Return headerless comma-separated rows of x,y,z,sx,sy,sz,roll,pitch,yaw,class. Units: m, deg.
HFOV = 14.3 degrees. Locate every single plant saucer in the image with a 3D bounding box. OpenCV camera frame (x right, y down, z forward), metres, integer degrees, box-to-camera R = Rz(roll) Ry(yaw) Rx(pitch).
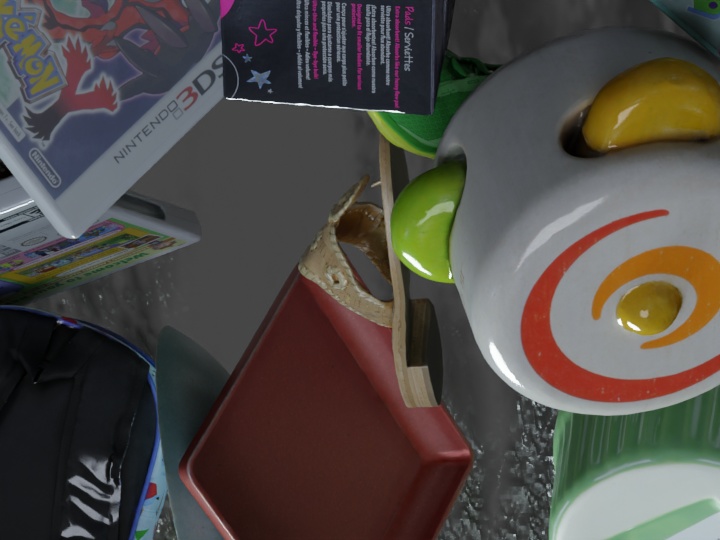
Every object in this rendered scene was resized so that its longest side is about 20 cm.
-0.082,0.128,1.734,0.039,0.201,0.201,-12,128,5,plant saucer
-0.025,0.115,1.705,0.037,0.200,0.200,-6,130,38,plant saucer

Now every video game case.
-0.147,-0.149,1.532,0.023,0.182,0.200,18,149,56,video game case
-0.219,-0.009,1.673,0.200,0.022,0.182,-20,165,20,video game case

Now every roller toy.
0.138,-0.022,1.499,0.200,0.140,0.182,-41,130,22,roller toy

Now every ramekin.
0.207,0.143,1.726,0.200,0.098,0.200,8,132,9,ramekin

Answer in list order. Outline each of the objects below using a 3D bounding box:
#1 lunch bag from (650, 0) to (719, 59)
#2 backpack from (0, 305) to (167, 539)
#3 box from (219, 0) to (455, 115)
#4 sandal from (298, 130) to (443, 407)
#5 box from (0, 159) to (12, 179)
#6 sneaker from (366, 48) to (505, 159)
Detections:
0.217,-0.203,1.436,0.160,0.077,0.200,38,129,-16,lunch bag
-0.195,0.119,1.728,0.200,0.154,0.191,21,94,2,backpack
-0.006,-0.198,1.465,0.114,0.132,0.200,6,132,5,box
0.000,0.004,1.676,0.069,0.078,0.212,-3,134,10,sandal
-0.244,-0.090,1.642,0.200,0.075,0.100,-31,116,36,box
0.081,-0.093,1.577,0.200,0.074,0.084,23,129,-21,sneaker
